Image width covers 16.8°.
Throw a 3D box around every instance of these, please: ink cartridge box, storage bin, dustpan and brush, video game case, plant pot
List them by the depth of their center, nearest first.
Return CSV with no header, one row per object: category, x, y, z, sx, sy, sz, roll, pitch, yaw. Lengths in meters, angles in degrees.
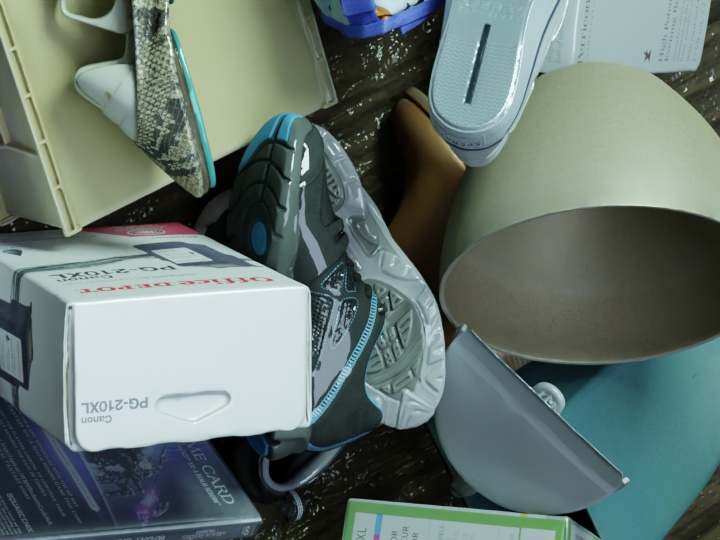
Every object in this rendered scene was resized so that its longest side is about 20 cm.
ink cartridge box,-0.131,0.033,1.377,0.144,0.200,0.085,-4,103,-26
storage bin,-0.138,-0.150,1.411,0.199,0.094,0.199,-28,114,-28
video game case,-0.173,0.111,1.415,0.199,0.143,0.019,0,126,-36
plant pot,0.144,-0.047,1.483,0.200,0.200,0.135,22,54,-36
dustpan and brush,0.088,0.113,1.543,0.140,0.200,0.057,43,52,4
ink cartridge box,0.048,0.185,1.551,0.104,0.199,0.060,40,55,-64
plant pot,0.169,0.085,1.657,0.200,0.141,0.142,-41,121,-27

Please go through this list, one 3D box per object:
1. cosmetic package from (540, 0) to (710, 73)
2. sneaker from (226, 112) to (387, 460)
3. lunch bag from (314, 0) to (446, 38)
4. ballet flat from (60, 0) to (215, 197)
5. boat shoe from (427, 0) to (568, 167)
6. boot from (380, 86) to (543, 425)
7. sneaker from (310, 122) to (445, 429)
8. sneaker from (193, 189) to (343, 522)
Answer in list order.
cosmetic package,0.156,-0.179,1.583,0.200,0.074,0.102,-13,111,-59
sneaker,-0.030,0.007,1.424,0.082,0.073,0.201,-4,101,-26
lunch bag,0.006,-0.240,1.419,0.200,0.123,0.171,-65,142,-66
ballet flat,-0.126,-0.137,1.334,0.075,0.068,0.201,-7,99,-12
boat shoe,0.080,-0.154,1.377,0.067,0.073,0.201,77,33,-69
boot,0.020,-0.002,1.577,0.155,0.077,0.201,-24,99,-4
sneaker,0.000,0.000,1.500,0.078,0.099,0.201,-23,91,6
sneaker,-0.055,0.054,1.500,0.075,0.114,0.201,-6,103,-35
